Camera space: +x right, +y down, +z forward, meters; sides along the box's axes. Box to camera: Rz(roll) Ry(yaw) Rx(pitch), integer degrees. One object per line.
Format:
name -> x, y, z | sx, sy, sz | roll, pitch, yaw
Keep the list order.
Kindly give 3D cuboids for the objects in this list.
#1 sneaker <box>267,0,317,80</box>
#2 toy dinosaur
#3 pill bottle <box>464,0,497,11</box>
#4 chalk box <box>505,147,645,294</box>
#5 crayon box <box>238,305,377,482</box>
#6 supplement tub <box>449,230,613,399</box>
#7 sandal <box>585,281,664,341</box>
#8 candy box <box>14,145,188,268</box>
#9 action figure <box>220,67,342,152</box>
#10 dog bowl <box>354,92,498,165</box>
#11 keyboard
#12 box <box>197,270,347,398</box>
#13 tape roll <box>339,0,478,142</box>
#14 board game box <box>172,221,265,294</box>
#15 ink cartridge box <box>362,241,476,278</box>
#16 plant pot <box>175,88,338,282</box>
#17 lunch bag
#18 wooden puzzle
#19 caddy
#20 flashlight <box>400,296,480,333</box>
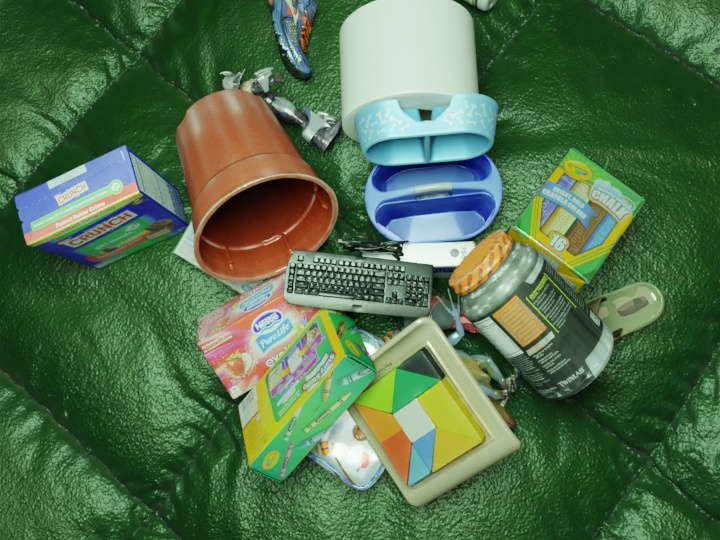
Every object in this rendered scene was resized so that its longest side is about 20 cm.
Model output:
sneaker -> -0.103, -0.401, 1.063 | 0.077, 0.075, 0.204 | -13, 80, 0
toy dinosaur -> 0.119, 0.138, 0.904 | 0.178, 0.105, 0.204 | 11, 123, 26
pill bottle -> 0.139, -0.500, 1.034 | 0.198, 0.111, 0.112 | 34, 84, 10
chalk box -> 0.294, -0.068, 0.924 | 0.123, 0.125, 0.200 | 38, 71, 11
crayon box -> -0.075, 0.158, 0.874 | 0.058, 0.119, 0.201 | 33, 105, -31
supplement tub -> 0.213, 0.054, 0.846 | 0.123, 0.122, 0.200 | -45, 96, -4
sandal -> 0.337, 0.073, 0.939 | 0.199, 0.057, 0.081 | -32, 78, -1
candy box -> -0.362, -0.083, 0.965 | 0.166, 0.200, 0.078 | -24, 78, 1
action figure -> -0.124, -0.250, 1.014 | 0.197, 0.130, 0.070 | 27, 88, -6
dog bowl -> 0.089, -0.185, 0.901 | 0.195, 0.112, 0.051 | -4, 75, 6
keyboard -> 0.000, 0.000, 0.876 | 0.195, 0.040, 0.106 | 6, 72, -4
box -> -0.123, 0.076, 0.949 | 0.197, 0.096, 0.101 | -30, 111, 0
tape roll -> 0.069, -0.274, 0.956 | 0.198, 0.203, 0.143 | -4, 79, 5
board game box -> -0.171, -0.075, 1.025 | 0.151, 0.040, 0.202 | 29, 84, 10
ink cartridge box -> 0.102, -0.013, 0.957 | 0.195, 0.100, 0.040 | 0, 80, 5
plant pot -> -0.156, -0.125, 0.912 | 0.198, 0.202, 0.197 | -27, 60, 0
lunch bag -> 0.002, 0.199, 0.943 | 0.159, 0.076, 0.202 | 32, 84, 6
wooden puzzle -> 0.075, 0.187, 0.846 | 0.184, 0.037, 0.201 | -40, 85, 29
caddy -> 0.105, -0.106, 0.969 | 0.195, 0.105, 0.145 | -6, 78, 5
flashlight -> 0.157, 0.076, 0.952 | 0.195, 0.068, 0.069 | 9, 80, 8
